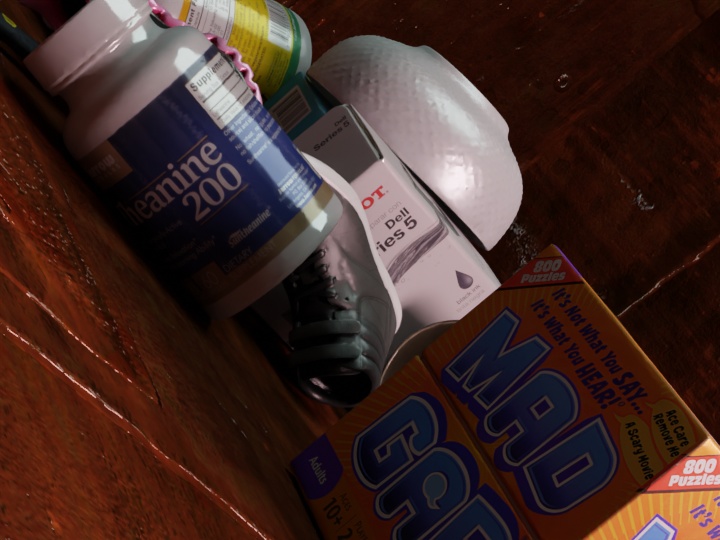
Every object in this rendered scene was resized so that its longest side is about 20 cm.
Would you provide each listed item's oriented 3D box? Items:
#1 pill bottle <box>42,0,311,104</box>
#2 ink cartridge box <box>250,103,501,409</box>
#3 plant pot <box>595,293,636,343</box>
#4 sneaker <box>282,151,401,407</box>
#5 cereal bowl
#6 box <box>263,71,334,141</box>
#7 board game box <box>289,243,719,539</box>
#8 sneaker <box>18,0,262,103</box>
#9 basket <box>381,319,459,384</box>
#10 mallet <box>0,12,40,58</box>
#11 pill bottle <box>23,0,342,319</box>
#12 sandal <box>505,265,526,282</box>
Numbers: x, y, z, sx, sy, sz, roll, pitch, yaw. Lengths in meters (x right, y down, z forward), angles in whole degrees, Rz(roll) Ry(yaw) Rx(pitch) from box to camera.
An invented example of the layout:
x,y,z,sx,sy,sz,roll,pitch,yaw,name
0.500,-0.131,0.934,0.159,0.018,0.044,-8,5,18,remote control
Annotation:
x,y,z,sx,sy,sz,roll,pitch,yaw,name
-0.144,-0.187,1.571,0.199,0.113,0.113,24,22,-40,pill bottle
0.000,0.000,1.477,0.200,0.145,0.084,46,8,-39,ink cartridge box
0.171,0.114,1.653,0.187,0.185,0.201,-122,-171,-54,plant pot
-0.028,0.011,1.346,0.100,0.070,0.201,-80,150,-43,sneaker
0.055,-0.112,1.573,0.200,0.083,0.200,45,-1,1,cereal bowl
0.005,-0.061,1.585,0.200,0.049,0.082,44,10,-34,box
0.117,0.155,1.118,0.200,0.199,0.200,47,6,-35,board game box
-0.152,-0.143,1.339,0.200,0.079,0.095,44,32,5,sneaker
0.106,0.148,1.479,0.181,0.135,0.200,62,6,26,basket
-0.185,-0.121,1.352,0.200,0.041,0.066,42,11,-37,mallet
-0.112,-0.078,1.243,0.200,0.111,0.111,50,5,-10,pill bottle
0.160,0.052,1.501,0.082,0.054,0.201,44,17,-27,sandal
